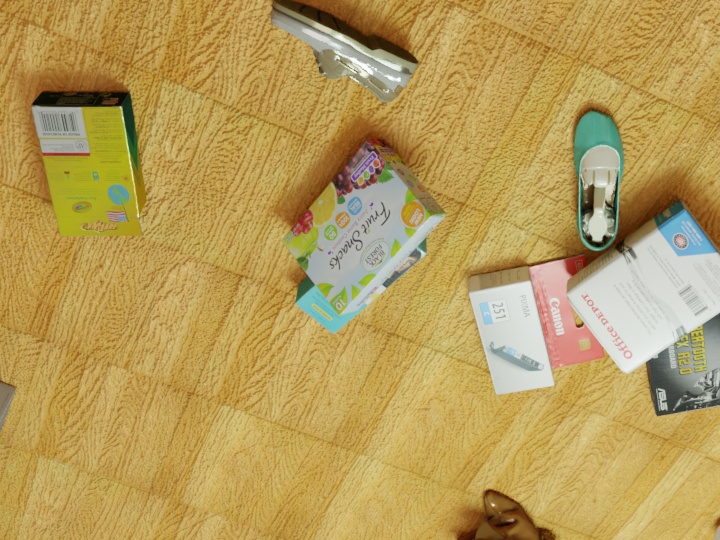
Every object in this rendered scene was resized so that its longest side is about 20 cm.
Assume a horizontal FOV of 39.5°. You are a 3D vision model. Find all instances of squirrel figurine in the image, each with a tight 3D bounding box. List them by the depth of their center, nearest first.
[{"bbox_3d":[0.262,0.512,1.692,0.198,0.187,0.142,25,121,-13],"label":"squirrel figurine"}]

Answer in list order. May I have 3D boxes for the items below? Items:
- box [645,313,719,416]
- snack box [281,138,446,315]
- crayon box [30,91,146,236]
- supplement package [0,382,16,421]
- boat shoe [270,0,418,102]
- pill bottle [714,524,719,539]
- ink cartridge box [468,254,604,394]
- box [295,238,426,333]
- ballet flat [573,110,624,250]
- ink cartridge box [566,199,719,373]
[{"bbox_3d":[0.506,0.118,1.503,0.156,0.049,0.202,-10,122,11],"label":"box"},{"bbox_3d":[0.002,-0.058,1.369,0.143,0.053,0.200,50,117,16],"label":"snack box"},{"bbox_3d":[-0.369,-0.144,1.383,0.125,0.051,0.202,1,123,3],"label":"crayon box"},{"bbox_3d":[-0.646,0.281,1.588,0.110,0.201,0.157,23,122,-13],"label":"supplement package"},{"bbox_3d":[-0.028,-0.274,1.263,0.198,0.075,0.069,23,116,-13],"label":"boat shoe"},{"bbox_3d":[0.701,0.491,1.697,0.199,0.113,0.113,30,120,-16],"label":"pill bottle"},{"bbox_3d":[0.266,0.084,1.498,0.174,0.045,0.202,-12,122,12],"label":"ink cartridge box"},{"bbox_3d":[0.000,0.000,1.456,0.082,0.049,0.200,38,118,-20],"label":"box"},{"bbox_3d":[0.323,-0.113,1.350,0.066,0.071,0.202,-4,123,7],"label":"ballet flat"},{"bbox_3d":[0.405,0.022,1.392,0.199,0.084,0.147,-37,95,19],"label":"ink cartridge box"}]
